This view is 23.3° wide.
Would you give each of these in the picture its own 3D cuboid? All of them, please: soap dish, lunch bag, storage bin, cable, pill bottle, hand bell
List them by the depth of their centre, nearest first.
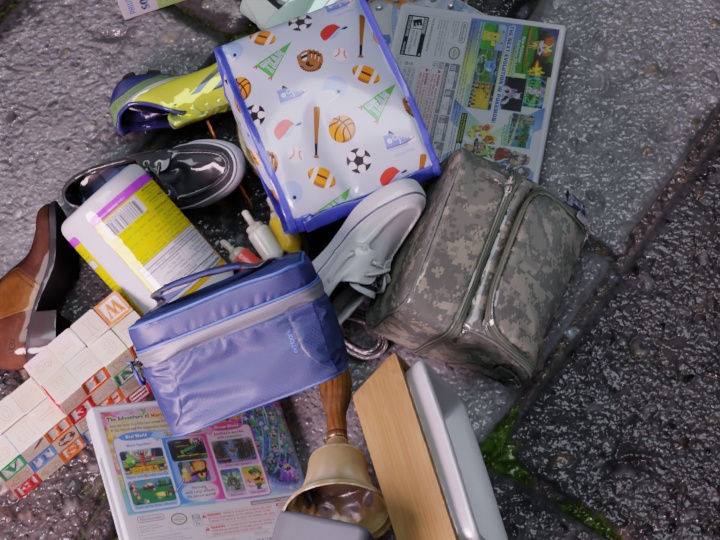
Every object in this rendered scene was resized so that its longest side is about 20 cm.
[{"bbox_3d":[-0.027,0.295,1.543,0.145,0.200,0.135,10,76,10],"label":"storage bin"},{"bbox_3d":[-0.121,0.061,1.616,0.200,0.136,0.133,-21,93,0],"label":"lunch bag"},{"bbox_3d":[0.067,0.194,1.624,0.081,0.157,0.200,-23,63,10],"label":"soap dish"},{"bbox_3d":[-0.022,0.158,1.691,0.104,0.104,0.200,-5,46,4],"label":"hand bell"},{"bbox_3d":[0.124,-0.001,1.720,0.168,0.139,0.200,27,68,-12],"label":"lunch bag"},{"bbox_3d":[-0.032,-0.144,1.730,0.170,0.124,0.200,-24,65,-5],"label":"lunch bag"},{"bbox_3d":[-0.196,-0.001,1.739,0.104,0.104,0.200,-42,96,-14],"label":"pill bottle"},{"bbox_3d":[-0.062,0.025,1.758,0.097,0.050,0.200,-43,77,3],"label":"cable"}]

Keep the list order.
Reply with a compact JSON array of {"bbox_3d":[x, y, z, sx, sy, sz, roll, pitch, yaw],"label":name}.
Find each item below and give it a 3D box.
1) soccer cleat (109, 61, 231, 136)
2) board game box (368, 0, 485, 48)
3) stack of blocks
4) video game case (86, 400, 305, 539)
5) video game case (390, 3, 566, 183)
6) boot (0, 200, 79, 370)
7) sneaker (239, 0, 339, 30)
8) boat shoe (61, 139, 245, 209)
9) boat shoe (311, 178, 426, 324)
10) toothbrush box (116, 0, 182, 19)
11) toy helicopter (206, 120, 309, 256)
[{"bbox_3d":[-0.171,-0.182,1.869,0.200,0.065,0.084,-9,47,9],"label":"soccer cleat"},{"bbox_3d":[0.062,-0.219,1.888,0.200,0.026,0.200,33,72,19],"label":"board game box"},{"bbox_3d":[-0.287,0.124,1.712,0.200,0.115,0.059,-40,67,-12],"label":"stack of blocks"},{"bbox_3d":[-0.145,0.204,1.657,0.200,0.024,0.182,-4,59,-31],"label":"video game case"},{"bbox_3d":[0.112,-0.182,1.840,0.182,0.022,0.200,9,66,9],"label":"video game case"},{"bbox_3d":[-0.397,0.023,1.815,0.200,0.068,0.189,-6,71,11],"label":"boot"},{"bbox_3d":[-0.046,-0.336,1.925,0.118,0.074,0.200,36,76,13],"label":"sneaker"},{"bbox_3d":[-0.218,-0.094,1.803,0.200,0.066,0.070,-5,93,22],"label":"boat shoe"},{"bbox_3d":[0.000,0.000,1.695,0.200,0.074,0.065,-49,54,17],"label":"boat shoe"},{"bbox_3d":[-0.191,-0.377,1.924,0.200,0.146,0.086,-20,65,-3],"label":"toothbrush box"},{"bbox_3d":[-0.091,-0.095,1.822,0.132,0.079,0.200,-3,77,-3],"label":"toy helicopter"}]
